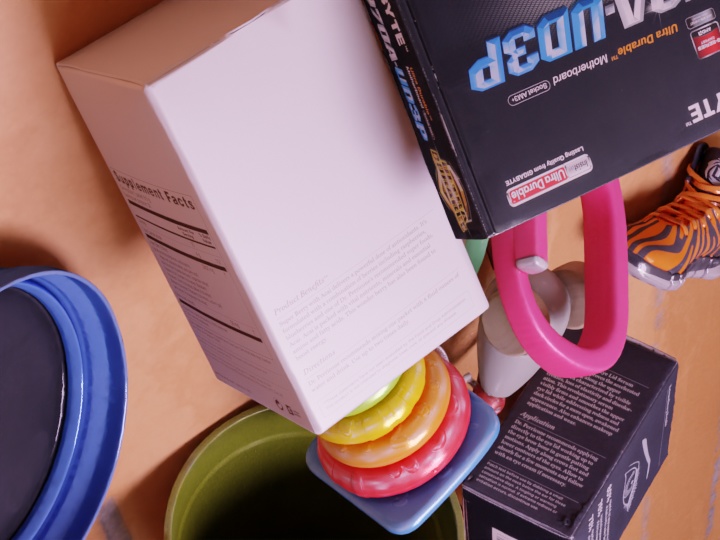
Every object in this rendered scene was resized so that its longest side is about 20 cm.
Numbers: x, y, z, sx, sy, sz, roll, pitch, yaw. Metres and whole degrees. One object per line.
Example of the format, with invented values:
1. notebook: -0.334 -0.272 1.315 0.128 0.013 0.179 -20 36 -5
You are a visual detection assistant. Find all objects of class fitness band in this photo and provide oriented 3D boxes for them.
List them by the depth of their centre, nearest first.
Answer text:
1. fitness band: 0.142 -0.026 1.059 0.143 0.037 0.201 31 54 -46

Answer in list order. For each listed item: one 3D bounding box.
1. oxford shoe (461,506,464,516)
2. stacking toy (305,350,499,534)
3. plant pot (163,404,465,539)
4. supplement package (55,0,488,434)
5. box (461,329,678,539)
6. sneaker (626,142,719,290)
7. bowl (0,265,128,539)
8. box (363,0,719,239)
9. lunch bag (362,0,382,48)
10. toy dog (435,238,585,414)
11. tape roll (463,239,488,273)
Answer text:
1. oxford shoe: 0.022 0.188 1.211 0.073 0.071 0.200 -45 148 2
2. stacking toy: -0.006 0.059 0.949 0.110 0.116 0.200 -47 134 -13
3. plant pot: -0.039 0.224 1.087 0.200 0.200 0.193 -32 156 -24
4. supplement package: -0.043 -0.043 0.781 0.121 0.120 0.201 -34 117 -21
5. box: 0.179 0.168 1.298 0.200 0.104 0.149 -52 152 -31
6. sneaker: 0.266 -0.051 1.266 0.200 0.077 0.113 -11 129 -59
7. bowl: -0.197 0.093 0.815 0.201 0.039 0.202 -43 140 -50
8. box: 0.108 -0.126 0.737 0.199 0.046 0.160 -24 99 -17
9. lunch bag: 0.088 -0.155 0.837 0.199 0.176 0.082 -25 136 -29
10. toy dog: 0.091 0.052 1.160 0.200 0.097 0.132 -46 158 20
11. tape roll: 0.000 0.000 1.012 0.200 0.048 0.201 -30 142 -26
